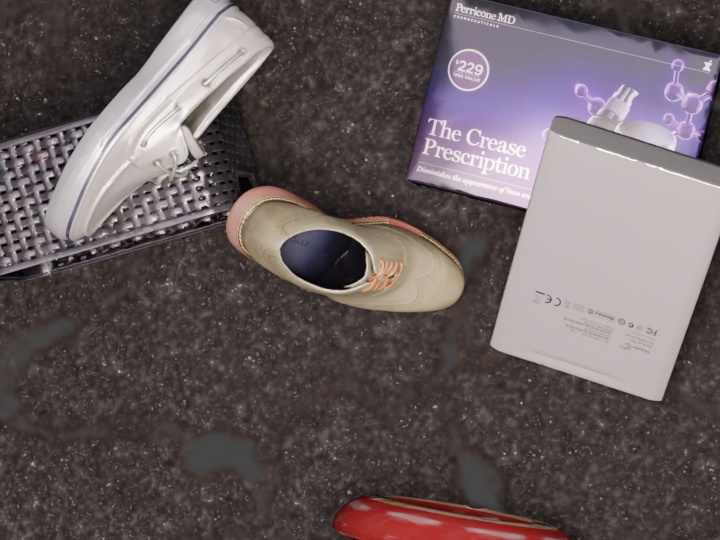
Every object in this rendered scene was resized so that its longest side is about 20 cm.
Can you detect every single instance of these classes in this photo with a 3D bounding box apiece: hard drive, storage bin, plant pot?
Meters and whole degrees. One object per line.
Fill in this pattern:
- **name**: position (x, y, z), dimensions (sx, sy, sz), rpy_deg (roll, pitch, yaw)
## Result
- **hard drive**: position (0.174, -0.006, 1.673), dimensions (0.131, 0.027, 0.201), rpy_deg (18, 131, 6)
- **storage bin**: position (-0.181, -0.061, 1.734), dimensions (0.199, 0.135, 0.094), rpy_deg (-16, 88, 9)
- **plant pot**: position (0.056, 0.256, 1.667), dimensions (0.199, 0.200, 0.183), rpy_deg (10, 89, 9)

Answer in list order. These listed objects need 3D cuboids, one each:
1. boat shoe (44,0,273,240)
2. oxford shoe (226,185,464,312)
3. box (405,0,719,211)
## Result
- **boat shoe**: position (-0.135, -0.094, 1.619), dimensions (0.067, 0.074, 0.200), rpy_deg (36, 95, 10)
- **oxford shoe**: position (0.000, 0.000, 1.691), dimensions (0.199, 0.074, 0.071), rpy_deg (13, 106, -34)
- **box**: position (0.147, -0.107, 1.713), dimensions (0.199, 0.079, 0.142), rpy_deg (14, 90, 9)
